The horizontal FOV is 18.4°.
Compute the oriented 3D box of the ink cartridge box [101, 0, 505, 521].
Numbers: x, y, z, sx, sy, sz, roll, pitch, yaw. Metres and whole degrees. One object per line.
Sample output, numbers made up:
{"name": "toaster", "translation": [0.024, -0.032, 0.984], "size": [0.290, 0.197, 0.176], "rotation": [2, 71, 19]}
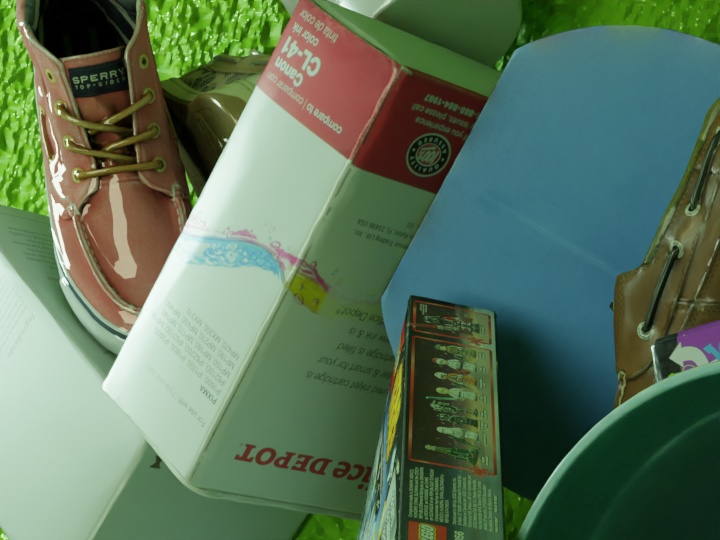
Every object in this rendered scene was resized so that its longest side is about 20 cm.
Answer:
{"name": "ink cartridge box", "translation": [0.000, 0.000, 0.966], "size": [0.086, 0.147, 0.200], "rotation": [43, 108, 43]}

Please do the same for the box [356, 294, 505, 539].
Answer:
{"name": "box", "translation": [0.021, 0.113, 0.825], "size": [0.200, 0.040, 0.137], "rotation": [-84, 5, -66]}

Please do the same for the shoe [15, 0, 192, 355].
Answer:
{"name": "shoe", "translation": [-0.119, -0.058, 1.031], "size": [0.071, 0.091, 0.201], "rotation": [-14, 54, -7]}

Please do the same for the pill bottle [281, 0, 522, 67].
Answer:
{"name": "pill bottle", "translation": [0.000, -0.180, 1.034], "size": [0.113, 0.113, 0.200], "rotation": [-42, 54, 27]}

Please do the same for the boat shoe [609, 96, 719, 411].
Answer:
{"name": "boat shoe", "translation": [0.133, 0.022, 0.857], "size": [0.068, 0.072, 0.201], "rotation": [38, 111, 34]}

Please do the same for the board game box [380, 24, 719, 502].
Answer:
{"name": "board game box", "translation": [0.106, -0.001, 0.911], "size": [0.158, 0.039, 0.201], "rotation": [30, 102, 9]}

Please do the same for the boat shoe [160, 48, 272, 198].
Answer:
{"name": "boat shoe", "translation": [-0.051, -0.067, 1.062], "size": [0.074, 0.063, 0.200], "rotation": [66, 168, -13]}

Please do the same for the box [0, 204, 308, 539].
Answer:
{"name": "box", "translation": [-0.127, 0.066, 1.084], "size": [0.200, 0.124, 0.098], "rotation": [45, 111, 40]}

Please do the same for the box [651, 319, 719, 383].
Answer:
{"name": "box", "translation": [0.222, 0.024, 0.758], "size": [0.200, 0.143, 0.036], "rotation": [-20, 68, 38]}

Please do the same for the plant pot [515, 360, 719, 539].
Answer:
{"name": "plant pot", "translation": [0.176, 0.143, 0.740], "size": [0.200, 0.188, 0.201], "rotation": [-13, 70, 40]}
